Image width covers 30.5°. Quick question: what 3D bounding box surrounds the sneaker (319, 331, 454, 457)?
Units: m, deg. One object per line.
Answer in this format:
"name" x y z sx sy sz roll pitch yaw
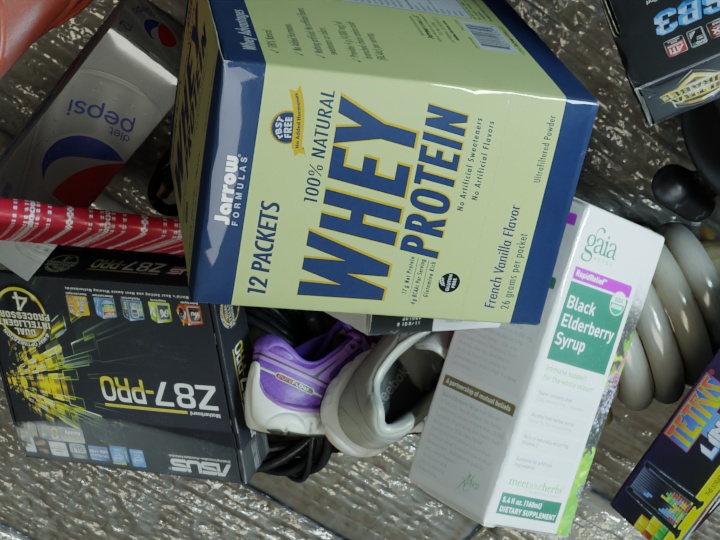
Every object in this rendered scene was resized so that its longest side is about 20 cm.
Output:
"sneaker" 0.055 0.040 0.893 0.075 0.201 0.092 37 161 -14

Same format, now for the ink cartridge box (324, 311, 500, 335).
"ink cartridge box" 0.000 0.000 0.851 0.093 0.199 0.038 -2 105 -28

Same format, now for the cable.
"cable" -0.091 0.091 1.013 0.161 0.051 0.202 -11 122 11

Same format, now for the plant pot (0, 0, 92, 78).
"plant pot" -0.250 -0.187 0.755 0.197 0.196 0.203 2 123 3

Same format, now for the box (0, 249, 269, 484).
"box" -0.173 0.067 0.965 0.197 0.049 0.163 4 120 21

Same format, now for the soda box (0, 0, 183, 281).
"soda box" -0.191 -0.089 0.892 0.063 0.069 0.200 36 118 -19

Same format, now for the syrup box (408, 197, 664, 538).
"syrup box" 0.110 0.055 0.829 0.078 0.081 0.203 17 93 -40

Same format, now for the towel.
"towel" -0.161 -0.028 0.826 0.197 0.144 0.023 5 87 -19

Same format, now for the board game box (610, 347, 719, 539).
"board game box" 0.265 0.074 0.876 0.057 0.165 0.201 39 124 19

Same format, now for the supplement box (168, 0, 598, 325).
"supplement box" -0.001 -0.081 0.761 0.197 0.201 0.136 4 117 -14

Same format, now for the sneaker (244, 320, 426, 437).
"sneaker" 0.009 0.075 0.955 0.198 0.080 0.085 3 88 -38

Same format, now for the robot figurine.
"robot figurine" 0.264 -0.084 0.796 0.148 0.199 0.127 14 89 26

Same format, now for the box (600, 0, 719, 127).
"box" 0.216 -0.205 0.718 0.198 0.201 0.050 -23 152 16

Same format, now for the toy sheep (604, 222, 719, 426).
"toy sheep" 0.186 0.037 0.917 0.198 0.138 0.139 -27 120 -2

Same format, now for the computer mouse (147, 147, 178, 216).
"computer mouse" -0.082 -0.120 0.853 0.058 0.034 0.202 28 103 -6
